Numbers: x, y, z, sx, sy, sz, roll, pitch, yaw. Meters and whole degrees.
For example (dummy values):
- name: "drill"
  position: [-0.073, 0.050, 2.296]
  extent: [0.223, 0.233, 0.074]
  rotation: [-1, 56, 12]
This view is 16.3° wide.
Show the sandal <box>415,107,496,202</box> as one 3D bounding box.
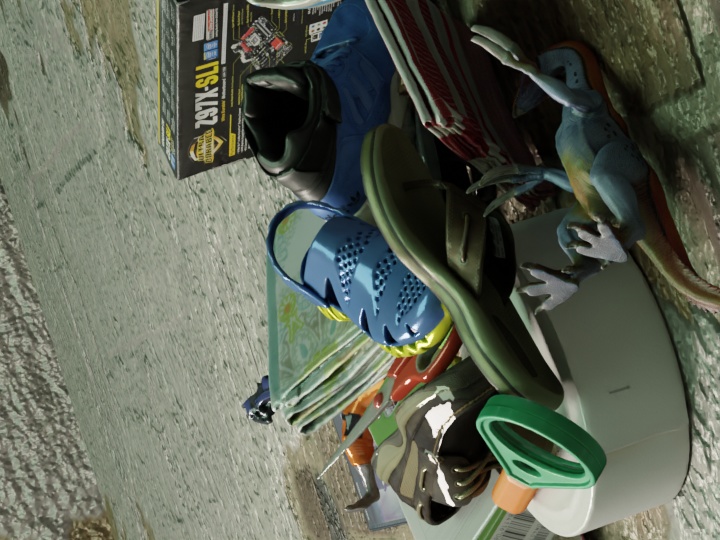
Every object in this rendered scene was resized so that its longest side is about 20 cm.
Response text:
- name: "sandal"
  position: [0.067, -0.070, 1.670]
  extent: [0.200, 0.048, 0.076]
  rotation: [42, -140, -77]

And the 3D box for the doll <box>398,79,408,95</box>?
- name: "doll"
  position: [0.014, -0.222, 1.722]
  extent: [0.136, 0.048, 0.201]
  rotation: [120, 133, -84]

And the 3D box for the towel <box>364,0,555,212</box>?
- name: "towel"
  position: [0.056, -0.123, 1.565]
  extent: [0.145, 0.023, 0.200]
  rotation: [65, -166, 21]

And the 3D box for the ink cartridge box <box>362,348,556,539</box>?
- name: "ink cartridge box"
  position: [0.074, 0.132, 1.774]
  extent: [0.104, 0.059, 0.200]
  rotation: [-60, 31, 25]

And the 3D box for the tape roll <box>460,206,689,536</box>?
- name: "tape roll"
  position: [0.131, 0.065, 1.600]
  extent: [0.202, 0.070, 0.204]
  rotation: [163, 90, -73]

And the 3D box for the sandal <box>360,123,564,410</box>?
- name: "sandal"
  position: [0.070, -0.007, 1.510]
  extent: [0.201, 0.057, 0.080]
  rotation: [55, -156, 8]

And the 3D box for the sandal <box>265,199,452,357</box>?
- name: "sandal"
  position: [0.000, 0.000, 1.631]
  extent: [0.087, 0.080, 0.200]
  rotation: [36, 167, -29]

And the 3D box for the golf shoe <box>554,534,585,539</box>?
- name: "golf shoe"
  position: [0.127, 0.238, 1.751]
  extent: [0.075, 0.091, 0.201]
  rotation: [115, 138, -67]

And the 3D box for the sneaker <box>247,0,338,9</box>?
- name: "sneaker"
  position: [0.006, -0.213, 1.609]
  extent: [0.199, 0.081, 0.077]
  rotation: [-23, 90, 42]

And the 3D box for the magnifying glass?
- name: "magnifying glass"
  position: [0.103, 0.117, 1.534]
  extent: [0.079, 0.022, 0.200]
  rotation: [28, 161, 5]

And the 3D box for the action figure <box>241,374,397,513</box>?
- name: "action figure"
  position: [-0.003, 0.092, 2.010]
  extent: [0.200, 0.104, 0.194]
  rotation: [-37, 64, 46]

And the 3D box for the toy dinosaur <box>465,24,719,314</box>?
- name: "toy dinosaur"
  position: [0.134, -0.058, 1.463]
  extent: [0.105, 0.199, 0.182]
  rotation: [120, 173, -45]

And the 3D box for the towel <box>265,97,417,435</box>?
- name: "towel"
  position: [-0.002, -0.003, 1.779]
  extent: [0.171, 0.048, 0.201]
  rotation: [-42, 37, 36]

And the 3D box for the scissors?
- name: "scissors"
  position: [0.020, 0.083, 1.660]
  extent: [0.200, 0.014, 0.073]
  rotation: [-59, 29, 26]

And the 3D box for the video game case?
- name: "video game case"
  position: [0.018, 0.146, 2.137]
  extent: [0.200, 0.019, 0.144]
  rotation: [148, 104, -74]

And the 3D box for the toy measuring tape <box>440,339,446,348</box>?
- name: "toy measuring tape"
  position: [0.047, -0.006, 1.791]
  extent: [0.074, 0.073, 0.200]
  rotation: [92, 154, -48]

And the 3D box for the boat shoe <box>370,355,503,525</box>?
- name: "boat shoe"
  position: [0.065, 0.111, 1.636]
  extent: [0.073, 0.074, 0.200]
  rotation: [53, 161, 12]

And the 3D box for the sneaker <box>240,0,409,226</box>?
- name: "sneaker"
  position: [-0.027, -0.131, 1.744]
  extent: [0.077, 0.111, 0.201]
  rotation: [-22, 49, 37]

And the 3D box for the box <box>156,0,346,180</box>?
- name: "box"
  position: [-0.071, -0.166, 1.861]
  extent: [0.200, 0.159, 0.049]
  rotation: [94, 153, -53]
